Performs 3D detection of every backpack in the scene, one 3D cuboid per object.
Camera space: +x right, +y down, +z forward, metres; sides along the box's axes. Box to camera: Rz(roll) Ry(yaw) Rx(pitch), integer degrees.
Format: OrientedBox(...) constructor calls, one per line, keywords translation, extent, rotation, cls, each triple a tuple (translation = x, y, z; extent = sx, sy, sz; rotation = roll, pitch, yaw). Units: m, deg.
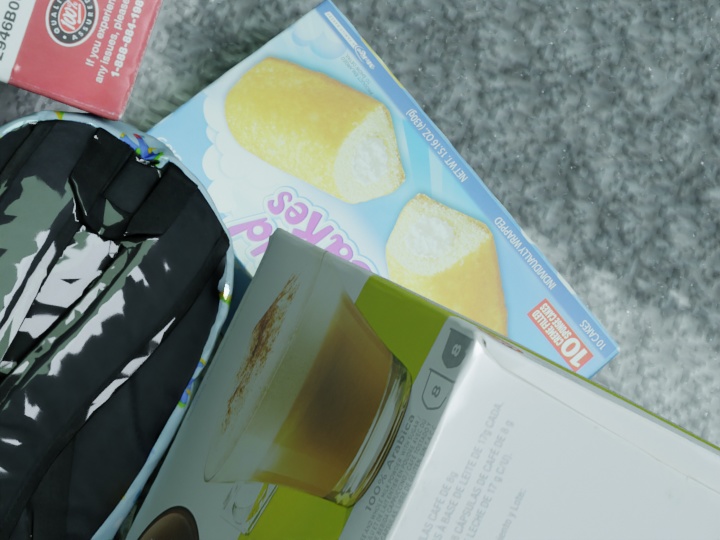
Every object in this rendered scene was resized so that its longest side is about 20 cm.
OrientedBox(translation=(-0.138, 0.030, 0.918), extent=(0.163, 0.154, 0.201), rotation=(33, 97, -7), cls="backpack")

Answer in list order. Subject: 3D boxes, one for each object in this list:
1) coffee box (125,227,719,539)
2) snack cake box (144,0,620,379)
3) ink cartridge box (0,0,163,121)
OrientedBox(translation=(0.037, 0.128, 0.856), extent=(0.199, 0.198, 0.201), rotation=(26, 91, -26), cls="coffee box")
OrientedBox(translation=(0.000, 0.000, 1.013), extent=(0.115, 0.067, 0.200), rotation=(-39, 87, -26), cls="snack cake box")
OrientedBox(translation=(-0.162, -0.159, 0.893), extent=(0.199, 0.084, 0.145), rotation=(19, 97, -10), cls="ink cartridge box")
